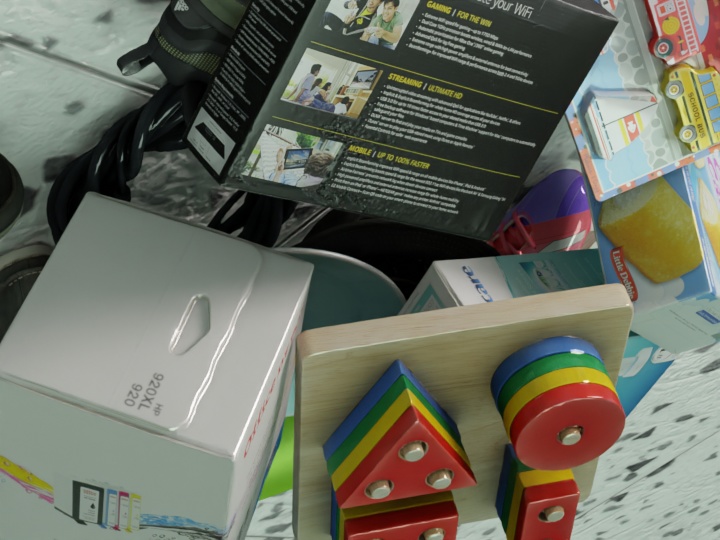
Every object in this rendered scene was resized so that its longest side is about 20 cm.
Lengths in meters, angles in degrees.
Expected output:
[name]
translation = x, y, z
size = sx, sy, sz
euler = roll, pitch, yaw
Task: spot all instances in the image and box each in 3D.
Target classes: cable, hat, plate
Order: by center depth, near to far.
[cable]
translation = -0.109, -0.044, 1.018
size = 0.200, 0.051, 0.163
euler = -38, 152, 27
[plate]
translation = -0.066, 0.038, 1.099
size = 0.200, 0.026, 0.200
euler = -6, 145, -4
[hat]
translation = 0.000, 0.000, 1.153
size = 0.200, 0.081, 0.201
euler = -7, 145, -5

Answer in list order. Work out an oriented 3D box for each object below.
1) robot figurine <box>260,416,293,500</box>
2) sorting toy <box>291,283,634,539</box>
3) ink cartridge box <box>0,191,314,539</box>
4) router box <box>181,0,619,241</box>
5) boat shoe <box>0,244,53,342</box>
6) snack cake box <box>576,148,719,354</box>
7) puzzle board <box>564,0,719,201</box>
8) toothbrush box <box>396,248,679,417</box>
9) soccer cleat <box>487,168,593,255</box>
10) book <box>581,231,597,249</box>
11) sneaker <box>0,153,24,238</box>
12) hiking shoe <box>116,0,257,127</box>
[robot figurine]
translation = -0.085, 0.117, 1.276
size = 0.200, 0.116, 0.176
euler = -17, 160, -15
[sorting toy]
translation = 0.064, 0.112, 1.012
size = 0.200, 0.070, 0.199
euler = -8, 138, -11
[ink cartridge box]
translation = -0.124, 0.084, 0.982
size = 0.144, 0.147, 0.200
euler = 18, 140, 4
[router box]
translation = 0.025, -0.101, 0.879
size = 0.200, 0.051, 0.149
euler = 10, 118, -42
[boat shoe]
translation = -0.214, 0.056, 1.112
size = 0.067, 0.057, 0.200
euler = -18, 154, -14
[snack cake box]
translation = 0.192, -0.057, 1.076
size = 0.067, 0.200, 0.115
euler = -19, 159, 25
[puzzle board]
translation = 0.176, -0.152, 0.960
size = 0.151, 0.017, 0.200
euler = -24, 116, -1
[toothbrush box]
translation = 0.107, 0.066, 1.130
size = 0.200, 0.085, 0.146
euler = -7, 141, -40
[soccer cleat]
translation = 0.105, -0.007, 1.269
size = 0.076, 0.067, 0.200
euler = -1, 149, -32
[book]
translation = 0.201, 0.009, 1.405
size = 0.134, 0.048, 0.200
euler = -40, 151, 23
[sneaker]
translation = -0.250, -0.056, 0.840
size = 0.200, 0.075, 0.106
euler = -2, 149, -37
[hiking shoe]
translation = -0.049, -0.104, 0.929
size = 0.101, 0.076, 0.200
euler = -37, 143, 15
